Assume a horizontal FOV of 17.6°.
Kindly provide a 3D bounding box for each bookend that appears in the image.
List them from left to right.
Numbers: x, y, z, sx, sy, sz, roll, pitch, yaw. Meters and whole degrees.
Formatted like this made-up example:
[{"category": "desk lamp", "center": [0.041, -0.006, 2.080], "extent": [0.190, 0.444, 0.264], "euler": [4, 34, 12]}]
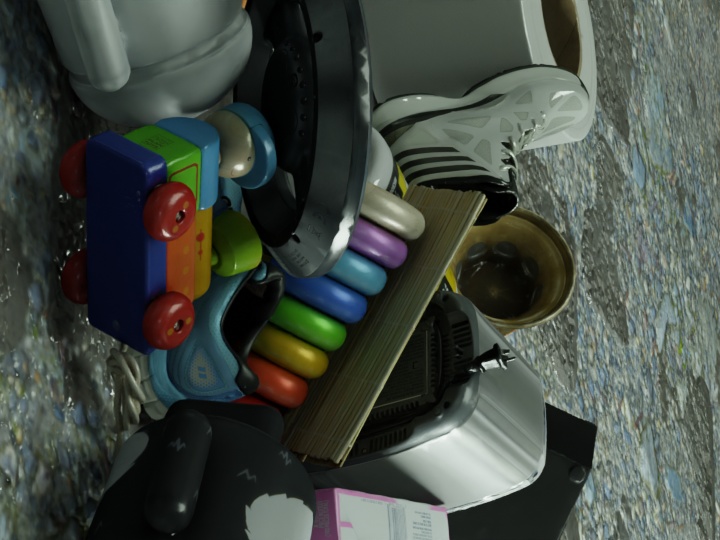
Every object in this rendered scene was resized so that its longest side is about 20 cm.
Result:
[{"category": "bookend", "center": [0.094, 0.199, 1.742], "extent": [0.200, 0.092, 0.199], "euler": [-38, 153, -81]}]

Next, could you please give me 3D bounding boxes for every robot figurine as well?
[{"category": "robot figurine", "center": [-0.131, -0.168, 1.351], "extent": [0.170, 0.113, 0.200], "euler": [-61, 137, -56]}, {"category": "robot figurine", "center": [-0.091, 0.162, 1.305], "extent": [0.150, 0.125, 0.200], "euler": [43, 37, -23]}]

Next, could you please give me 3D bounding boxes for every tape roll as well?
[{"category": "tape roll", "center": [0.100, -0.194, 1.912], "extent": [0.203, 0.139, 0.203], "euler": [-9, 90, -68]}]

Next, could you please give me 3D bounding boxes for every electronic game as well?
[{"category": "electronic game", "center": [-0.033, -0.095, 1.355], "extent": [0.200, 0.042, 0.200], "euler": [179, -90, -70]}]

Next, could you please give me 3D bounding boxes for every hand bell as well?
[{"category": "hand bell", "center": [0.090, 0.043, 1.801], "extent": [0.200, 0.104, 0.104], "euler": [110, -14, -59]}]

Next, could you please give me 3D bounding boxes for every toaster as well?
[{"category": "toaster", "center": [0.038, 0.092, 1.544], "extent": [0.129, 0.200, 0.114], "euler": [40, 41, -47]}]

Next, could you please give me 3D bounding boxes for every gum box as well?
[{"category": "gum box", "center": [-0.025, 0.182, 1.480], "extent": [0.200, 0.113, 0.066], "euler": [22, 61, -65]}]

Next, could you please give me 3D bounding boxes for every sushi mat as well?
[{"category": "sushi mat", "center": [0.010, 0.033, 1.483], "extent": [0.012, 0.096, 0.200], "euler": [36, 75, -28]}]

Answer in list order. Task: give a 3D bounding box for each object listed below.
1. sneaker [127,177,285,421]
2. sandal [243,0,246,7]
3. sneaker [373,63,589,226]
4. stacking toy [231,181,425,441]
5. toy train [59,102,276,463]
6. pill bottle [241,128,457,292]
[{"category": "sneaker", "center": [-0.082, 0.004, 1.439], "extent": [0.078, 0.090, 0.200], "euler": [51, 36, -52]}, {"category": "sandal", "center": [-0.101, -0.258, 1.536], "extent": [0.079, 0.059, 0.207], "euler": [-72, 147, -50]}, {"category": "sneaker", "center": [0.106, -0.084, 1.749], "extent": [0.115, 0.200, 0.076], "euler": [55, -34, 33]}, {"category": "stacking toy", "center": [-0.038, 0.036, 1.469], "extent": [0.200, 0.085, 0.085], "euler": [-63, 153, -2]}, {"category": "toy train", "center": [-0.105, 0.004, 1.346], "extent": [0.116, 0.085, 0.200], "euler": [-27, 132, -41]}, {"category": "pill bottle", "center": [0.000, 0.000, 1.616], "extent": [0.200, 0.114, 0.114], "euler": [61, 29, -41]}]
